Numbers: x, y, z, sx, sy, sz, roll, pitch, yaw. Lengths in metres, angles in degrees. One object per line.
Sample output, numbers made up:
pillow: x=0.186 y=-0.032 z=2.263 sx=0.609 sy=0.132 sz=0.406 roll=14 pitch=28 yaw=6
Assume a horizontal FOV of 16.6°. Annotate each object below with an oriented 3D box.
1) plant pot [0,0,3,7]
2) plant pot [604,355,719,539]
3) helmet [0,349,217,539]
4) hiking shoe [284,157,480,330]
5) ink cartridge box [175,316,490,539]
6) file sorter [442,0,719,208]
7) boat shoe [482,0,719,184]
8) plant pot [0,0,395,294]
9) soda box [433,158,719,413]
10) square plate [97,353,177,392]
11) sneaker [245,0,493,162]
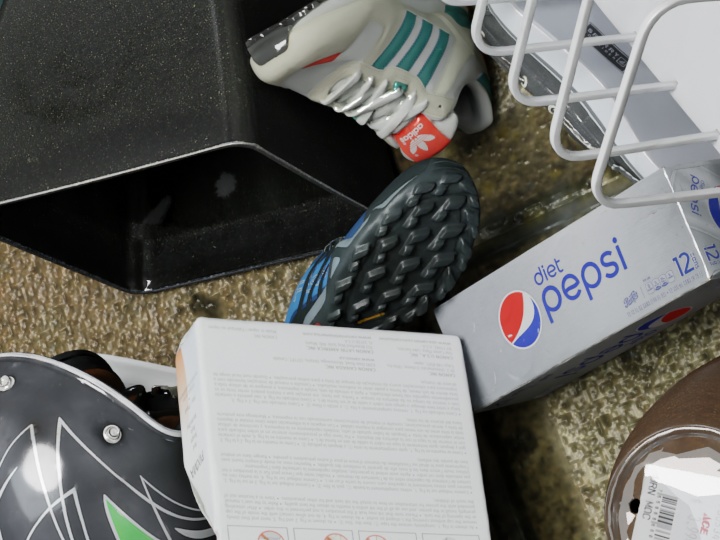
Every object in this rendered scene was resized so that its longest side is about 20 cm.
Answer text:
plant pot: x=-0.302 y=-0.176 z=1.539 sx=0.200 sy=0.196 sz=0.201 roll=4 pitch=98 yaw=33
plant pot: x=0.204 y=0.125 z=1.285 sx=0.187 sy=0.200 sz=0.187 roll=-1 pitch=88 yaw=27
helmet: x=-0.153 y=0.134 z=1.417 sx=0.200 sy=0.191 sz=0.201 roll=12 pitch=110 yaw=35
hiking shoe: x=0.000 y=0.000 z=1.428 sx=0.200 sy=0.074 sz=0.087 roll=-56 pitch=32 yaw=33
ink cartridge box: x=-0.012 y=0.125 z=1.340 sx=0.050 sy=0.162 sz=0.200 roll=125 pitch=144 yaw=-55
file sorter: x=0.140 y=-0.142 z=1.275 sx=0.200 sy=0.124 sz=0.139 roll=57 pitch=145 yaw=42
boat shoe: x=0.143 y=-0.096 z=1.407 sx=0.200 sy=0.069 sz=0.057 roll=48 pitch=143 yaw=12
plant pot: x=-0.107 y=-0.108 z=1.465 sx=0.199 sy=0.200 sz=0.178 roll=-12 pitch=70 yaw=26
soda box: x=0.133 y=0.010 z=1.364 sx=0.200 sy=0.063 sz=0.068 roll=-34 pitch=72 yaw=45
square plate: x=-0.105 y=0.162 z=1.532 sx=0.200 sy=0.028 sz=0.199 roll=8 pitch=92 yaw=26
sneaker: x=0.017 y=-0.109 z=1.392 sx=0.070 sy=0.200 sz=0.094 roll=-27 pitch=82 yaw=31
